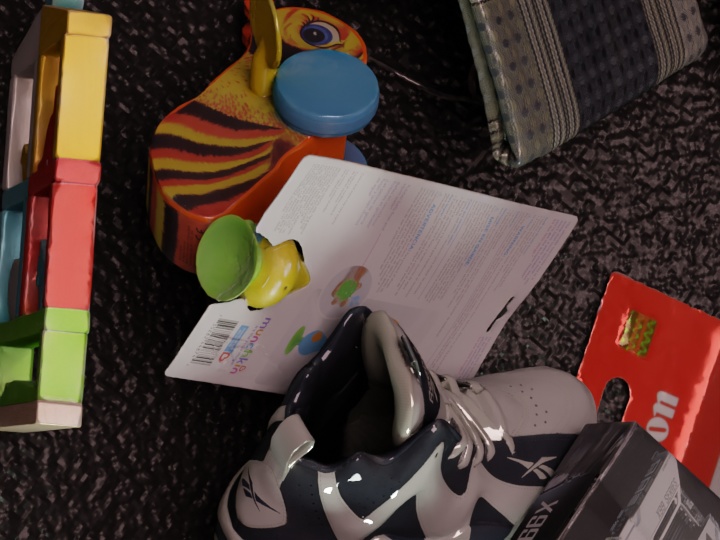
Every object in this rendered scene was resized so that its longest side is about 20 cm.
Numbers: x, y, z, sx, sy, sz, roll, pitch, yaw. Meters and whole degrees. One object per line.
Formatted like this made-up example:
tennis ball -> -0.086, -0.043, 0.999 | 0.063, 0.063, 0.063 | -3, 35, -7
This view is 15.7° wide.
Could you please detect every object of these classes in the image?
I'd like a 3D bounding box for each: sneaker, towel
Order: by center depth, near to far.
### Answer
sneaker -> 0.033, 0.064, 1.141 | 0.198, 0.130, 0.080 | -14, 57, -25
towel -> 0.085, -0.166, 1.197 | 0.192, 0.034, 0.201 | -32, 110, -50

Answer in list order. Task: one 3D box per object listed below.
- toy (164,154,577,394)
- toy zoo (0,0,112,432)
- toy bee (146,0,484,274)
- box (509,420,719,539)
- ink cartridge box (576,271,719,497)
toy -> 0.000, 0.000, 1.153 | 0.199, 0.047, 0.116 | 8, 121, -53
toy zoo -> -0.134, -0.032, 1.120 | 0.020, 0.131, 0.202 | 5, 85, -17
toy bee -> -0.034, -0.073, 1.179 | 0.199, 0.109, 0.132 | -14, 134, -49
box -> 0.139, 0.190, 1.166 | 0.200, 0.050, 0.158 | 42, 70, -16
ink cartridge box -> 0.190, 0.107, 1.258 | 0.199, 0.050, 0.163 | 24, 79, -18
